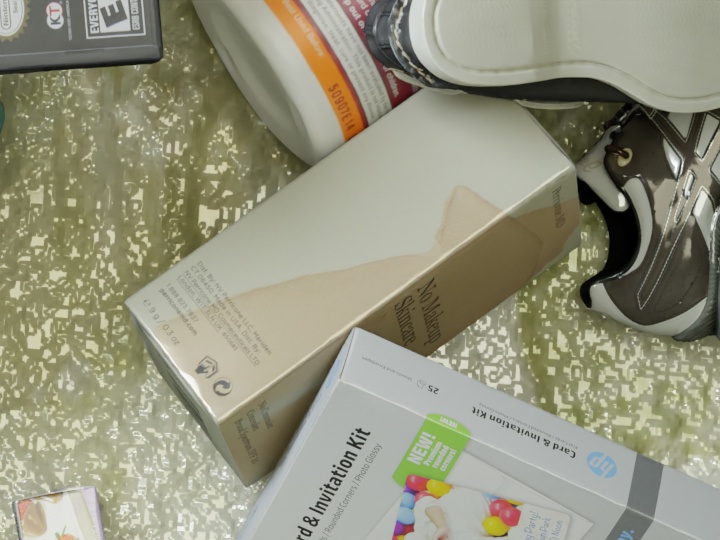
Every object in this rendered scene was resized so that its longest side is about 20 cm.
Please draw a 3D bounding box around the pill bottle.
[{"bbox_3d":[0.030,-0.146,1.273,0.200,0.114,0.114,-34,90,-10],"label":"pill bottle"}]

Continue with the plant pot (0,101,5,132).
[{"bbox_3d":[-0.282,-0.065,1.183,0.201,0.201,0.161,-41,83,-10],"label":"plant pot"}]

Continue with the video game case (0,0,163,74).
[{"bbox_3d":[-0.177,-0.176,1.094,0.180,0.025,0.201,-5,91,-13],"label":"video game case"}]

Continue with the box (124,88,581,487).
[{"bbox_3d":[0.000,0.000,1.252,0.200,0.095,0.078,-36,68,-7],"label":"box"}]

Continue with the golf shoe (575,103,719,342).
[{"bbox_3d":[0.149,-0.068,1.302,0.094,0.078,0.201,4,83,-8],"label":"golf shoe"}]

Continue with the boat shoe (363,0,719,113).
[{"bbox_3d":[0.095,-0.105,1.224,0.200,0.060,0.074,-5,94,-32],"label":"boat shoe"}]

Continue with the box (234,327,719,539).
[{"bbox_3d":[0.056,0.126,1.236,0.200,0.156,0.041,25,40,-5],"label":"box"}]

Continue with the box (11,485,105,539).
[{"bbox_3d":[-0.123,0.199,1.252,0.039,0.041,0.201,-10,85,-9],"label":"box"}]
